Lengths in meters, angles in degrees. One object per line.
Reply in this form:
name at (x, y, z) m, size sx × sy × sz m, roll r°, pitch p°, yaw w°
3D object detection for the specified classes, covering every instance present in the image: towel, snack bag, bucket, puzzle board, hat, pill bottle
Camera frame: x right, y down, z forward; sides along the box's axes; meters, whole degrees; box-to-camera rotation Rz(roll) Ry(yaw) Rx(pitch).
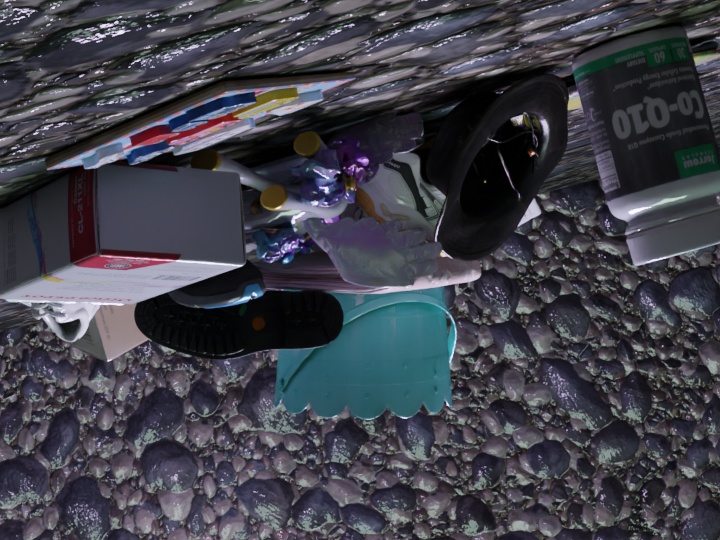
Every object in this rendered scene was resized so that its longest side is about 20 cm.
towel at (0.000, 0.000, 1.626) m, size 0.189 × 0.033 × 0.199 m, roll 2°, pitch -175°, yaw 30°
snack bag at (-0.028, -0.119, 1.625) m, size 0.186 × 0.022 × 0.200 m, roll -16°, pitch 179°, yaw 4°
bucket at (0.005, 0.078, 1.716) m, size 0.204 × 0.137 × 0.207 m, roll 0°, pitch -175°, yaw 0°
puzzle board at (-0.120, -0.109, 1.196) m, size 0.199 × 0.018 × 0.150 m, roll -16°, pitch 178°, yaw 38°
hat at (0.116, -0.114, 1.542) m, size 0.081 × 0.202 × 0.200 m, roll 34°, pitch -152°, yaw 29°
towel at (0.265, -0.200, 1.665) m, size 0.143 × 0.023 × 0.199 m, roll -13°, pitch 176°, yaw -43°
pill bottle at (0.273, -0.114, 1.474) m, size 0.112 × 0.202 × 0.113 m, roll -15°, pitch 178°, yaw 0°

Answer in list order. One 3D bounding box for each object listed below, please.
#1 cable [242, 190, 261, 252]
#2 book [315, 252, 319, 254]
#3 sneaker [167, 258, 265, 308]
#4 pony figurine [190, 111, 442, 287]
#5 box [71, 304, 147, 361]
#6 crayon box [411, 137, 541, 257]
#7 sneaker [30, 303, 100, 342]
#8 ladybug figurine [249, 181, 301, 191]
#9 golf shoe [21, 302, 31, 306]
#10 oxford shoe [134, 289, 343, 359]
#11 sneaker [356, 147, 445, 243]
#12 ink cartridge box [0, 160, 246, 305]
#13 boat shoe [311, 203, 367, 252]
cable at (-0.189, -0.039, 1.673) m, size 0.198 × 0.070 × 0.199 m, roll -10°, pitch 179°, yaw -35°
book at (0.035, -0.071, 1.855) m, size 0.199 × 0.048 × 0.134 m, roll -38°, pitch 180°, yaw 15°
sneaker at (-0.157, -0.023, 1.473) m, size 0.073 × 0.083 × 0.199 m, roll -14°, pitch -155°, yaw -35°
pony figurine at (-0.036, -0.068, 1.461) m, size 0.191 × 0.169 × 0.200 m, roll -9°, pitch 165°, yaw 19°
box at (-0.240, 0.013, 1.810) m, size 0.199 × 0.096 × 0.077 m, roll -31°, pitch -150°, yaw -33°
crayon box at (0.112, -0.096, 1.739) m, size 0.125 × 0.052 × 0.200 m, roll -29°, pitch 148°, yaw 5°
sneaker at (-0.303, 0.014, 1.591) m, size 0.072 × 0.072 × 0.200 m, roll 5°, pitch 158°, yaw 13°
ladybug figurine at (-0.072, -0.069, 1.834) m, size 0.135 × 0.073 × 0.199 m, roll -16°, pitch -178°, yaw 37°
golf shoe at (-0.382, -0.003, 1.717) m, size 0.096 × 0.079 × 0.200 m, roll 7°, pitch 174°, yaw -5°
oxford shoe at (-0.121, 0.051, 1.540) m, size 0.197 × 0.074 × 0.084 m, roll 5°, pitch 177°, yaw -10°
sneaker at (0.077, -0.077, 1.628) m, size 0.088 × 0.076 × 0.199 m, roll -54°, pitch 150°, yaw 13°
ink cartridge box at (-0.214, -0.029, 1.381) m, size 0.144 × 0.084 × 0.199 m, roll 3°, pitch 168°, yaw -38°
boat shoe at (-0.009, -0.080, 1.725) m, size 0.069 × 0.071 × 0.200 m, roll -16°, pitch -164°, yaw 25°
